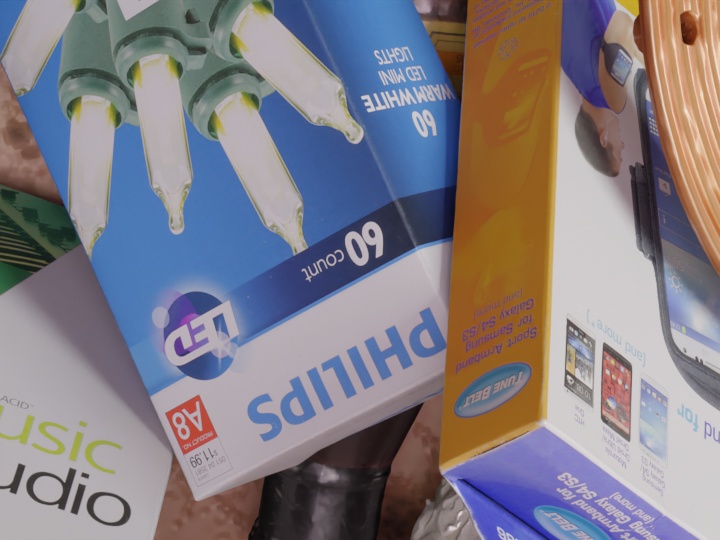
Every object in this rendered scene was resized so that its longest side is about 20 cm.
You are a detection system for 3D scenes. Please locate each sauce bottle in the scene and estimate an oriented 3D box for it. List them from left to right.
[{"bbox_3d":[0.000,0.000,0.876,0.066,0.066,0.201,7,105,-3],"label":"sauce bottle"}]

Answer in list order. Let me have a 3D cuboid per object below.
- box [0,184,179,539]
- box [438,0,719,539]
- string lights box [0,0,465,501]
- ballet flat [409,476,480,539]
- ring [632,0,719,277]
[{"bbox_3d":[-0.122,0.039,0.813,0.144,0.200,0.036,19,121,-6],"label":"box"},{"bbox_3d":[0.076,0.012,0.789,0.041,0.200,0.119,-28,132,33],"label":"box"},{"bbox_3d":[-0.035,-0.050,0.816,0.103,0.059,0.200,-29,82,31],"label":"string lights box"},{"bbox_3d":[0.085,0.039,0.892,0.200,0.072,0.072,-31,102,3],"label":"ballet flat"},{"bbox_3d":[0.136,-0.067,0.819,0.019,0.200,0.201,-6,109,44],"label":"ring"}]
